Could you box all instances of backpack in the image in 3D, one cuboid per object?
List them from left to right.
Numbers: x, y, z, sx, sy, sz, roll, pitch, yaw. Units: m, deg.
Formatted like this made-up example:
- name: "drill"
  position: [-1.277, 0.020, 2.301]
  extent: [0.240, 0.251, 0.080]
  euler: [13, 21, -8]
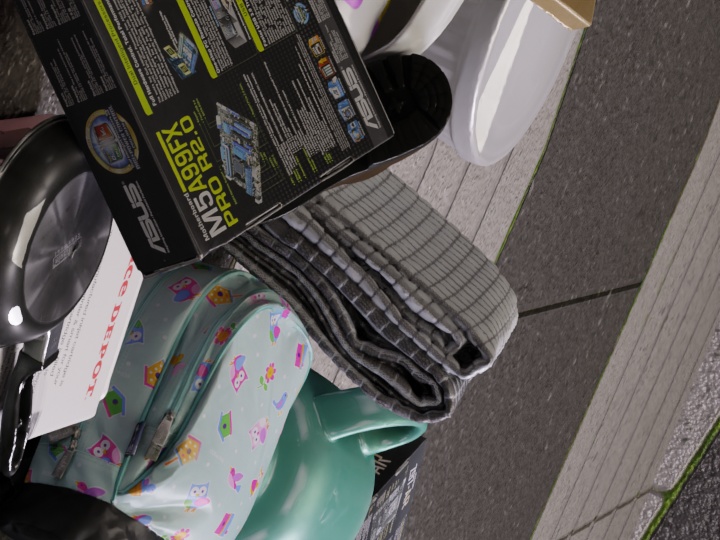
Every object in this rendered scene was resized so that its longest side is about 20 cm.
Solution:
- name: "backpack"
  position: [-0.118, 0.089, 1.617]
  extent: [0.201, 0.126, 0.167]
  euler: [-65, 160, -15]

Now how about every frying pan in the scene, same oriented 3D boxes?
- name: "frying pan"
  position: [-0.158, 0.020, 1.285]
  extent: [0.115, 0.031, 0.191]
  euler: [-12, 120, -67]

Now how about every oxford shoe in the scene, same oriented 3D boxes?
- name: "oxford shoe"
  position: [-0.042, -0.065, 1.586]
  extent: [0.084, 0.199, 0.073]
  euler: [82, -6, -85]

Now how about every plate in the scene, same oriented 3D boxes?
- name: "plate"
  position: [0.026, -0.173, 1.672]
  extent: [0.200, 0.032, 0.200]
  euler: [-23, -149, 56]

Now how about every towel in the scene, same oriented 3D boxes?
- name: "towel"
  position: [0.000, 0.000, 1.712]
  extent: [0.086, 0.200, 0.166]
  euler: [-50, 178, 16]

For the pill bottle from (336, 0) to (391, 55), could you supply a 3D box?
- name: "pill bottle"
  position: [-0.002, -0.227, 1.583]
  extent: [0.201, 0.104, 0.104]
  euler: [-62, 163, -14]

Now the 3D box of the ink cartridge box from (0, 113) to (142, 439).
- name: "ink cartridge box"
  position: [-0.188, 0.008, 1.362]
  extent: [0.200, 0.084, 0.146]
  euler: [-16, 128, -67]

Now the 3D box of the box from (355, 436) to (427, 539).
- name: "box"
  position: [-0.015, 0.246, 2.287]
  extent: [0.160, 0.043, 0.201]
  euler: [-45, 153, -51]

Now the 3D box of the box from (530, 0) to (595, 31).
- name: "box"
  position: [0.082, -0.252, 1.573]
  extent: [0.200, 0.021, 0.165]
  euler: [30, 63, -46]

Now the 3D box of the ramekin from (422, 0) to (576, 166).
- name: "ramekin"
  position: [0.084, -0.182, 1.927]
  extent: [0.203, 0.094, 0.203]
  euler: [-56, 161, -30]

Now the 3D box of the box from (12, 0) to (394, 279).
- name: "box"
  position: [-0.082, -0.120, 1.293]
  extent: [0.160, 0.044, 0.201]
  euler: [-35, 103, -46]

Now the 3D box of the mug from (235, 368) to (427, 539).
- name: "mug"
  position: [-0.069, 0.110, 1.736]
  extent: [0.185, 0.152, 0.114]
  euler: [-52, 157, 0]
